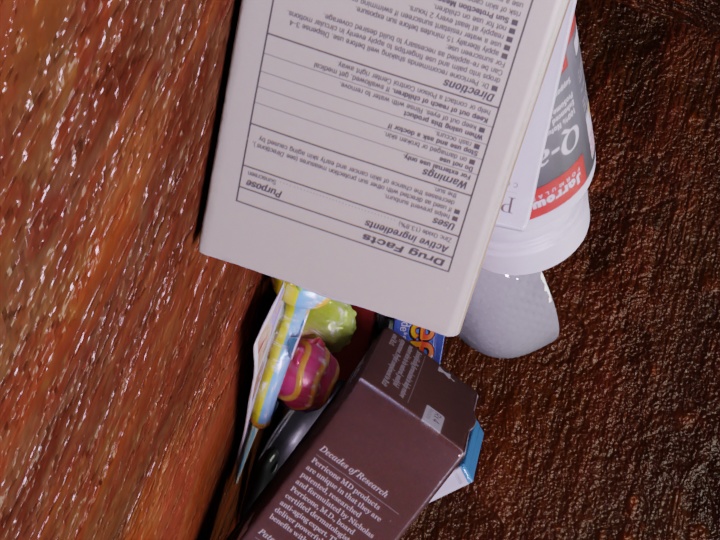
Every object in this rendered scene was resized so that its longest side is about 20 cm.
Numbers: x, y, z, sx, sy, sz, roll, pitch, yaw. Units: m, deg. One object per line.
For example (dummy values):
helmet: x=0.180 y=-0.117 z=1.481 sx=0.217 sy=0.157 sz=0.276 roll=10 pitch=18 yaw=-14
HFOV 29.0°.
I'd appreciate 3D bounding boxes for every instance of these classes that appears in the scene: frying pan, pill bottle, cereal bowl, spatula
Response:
frying pan: x=-0.019 y=0.124 z=1.022 sx=0.115 sy=0.031 sz=0.190 roll=-62 pitch=157 yaw=11
pill bottle: x=0.091 y=-0.096 z=0.902 sx=0.200 sy=0.115 sz=0.116 roll=69 pitch=34 yaw=-47
cereal bowl: x=0.081 y=-0.010 z=1.153 sx=0.083 sy=0.201 sz=0.200 roll=-29 pitch=170 yaw=-4
spatula: x=-0.075 y=0.184 z=0.964 sx=0.057 sy=0.020 sz=0.200 roll=-51 pitch=161 yaw=-40

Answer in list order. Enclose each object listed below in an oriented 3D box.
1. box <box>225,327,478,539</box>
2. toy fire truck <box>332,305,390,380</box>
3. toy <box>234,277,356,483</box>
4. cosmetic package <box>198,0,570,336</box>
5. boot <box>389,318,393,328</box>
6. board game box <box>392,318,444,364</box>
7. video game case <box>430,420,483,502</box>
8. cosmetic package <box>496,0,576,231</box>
box: x=-0.021 y=0.139 z=0.777 sx=0.200 sy=0.075 sz=0.100 roll=-52 pitch=-179 yaw=16
toy fire truck: x=0.000 y=0.000 z=0.927 sx=0.141 sy=0.049 sz=0.201 roll=-81 pitch=180 yaw=-61
toy: x=-0.030 y=0.041 z=0.778 sx=0.200 sy=0.047 sz=0.115 roll=99 pitch=10 yaw=-61
cosmetic package: x=0.016 y=-0.086 z=0.465 sx=0.071 sy=0.105 sz=0.200 roll=-66 pitch=175 yaw=-52
boot: x=0.000 y=0.081 z=1.156 sx=0.198 sy=0.073 sz=0.163 roll=17 pitch=94 yaw=-80
board game box: x=0.039 y=0.043 z=0.944 sx=0.200 sy=0.034 sz=0.136 roll=29 pitch=71 yaw=-87
video game case: x=0.005 y=0.187 z=1.133 sx=0.199 sy=0.018 sz=0.143 roll=-28 pitch=-176 yaw=11
cosmetic package: x=0.059 y=-0.128 z=0.722 sx=0.071 sy=0.101 sz=0.201 roll=-23 pitch=124 yaw=-84
